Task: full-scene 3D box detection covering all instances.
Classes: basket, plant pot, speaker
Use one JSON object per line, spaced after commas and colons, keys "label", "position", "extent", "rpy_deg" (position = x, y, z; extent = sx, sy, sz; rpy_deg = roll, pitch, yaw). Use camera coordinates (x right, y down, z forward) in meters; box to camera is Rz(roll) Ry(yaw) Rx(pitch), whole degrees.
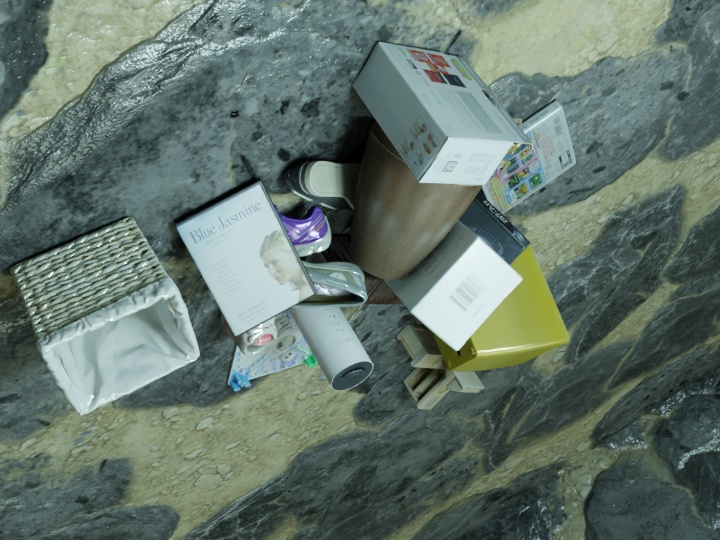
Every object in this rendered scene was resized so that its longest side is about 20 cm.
{"label": "basket", "position": [-0.354, 0.061, 1.462], "extent": [0.199, 0.161, 0.199], "rpy_deg": [-25, 149, -13]}
{"label": "plant pot", "position": [0.063, -0.093, 1.570], "extent": [0.186, 0.187, 0.201], "rpy_deg": [0, 126, -43]}
{"label": "speaker", "position": [-0.056, 0.102, 1.760], "extent": [0.081, 0.200, 0.081], "rpy_deg": [-23, 148, -15]}
{"label": "plant pot", "position": [0.239, 0.088, 1.964], "extent": [0.176, 0.201, 0.200], "rpy_deg": [-17, 170, -25]}

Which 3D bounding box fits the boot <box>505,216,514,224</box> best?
{"label": "boot", "position": [0.202, -0.028, 1.944], "extent": [0.146, 0.070, 0.200], "rpy_deg": [-21, 162, -32]}

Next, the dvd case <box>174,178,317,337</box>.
{"label": "dvd case", "position": [-0.167, -0.017, 1.547], "extent": [0.142, 0.018, 0.201], "rpy_deg": [-28, 111, -6]}

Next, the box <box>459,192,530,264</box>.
{"label": "box", "position": [0.172, -0.031, 1.823], "extent": [0.200, 0.160, 0.043], "rpy_deg": [-48, 171, 26]}

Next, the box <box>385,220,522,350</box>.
{"label": "box", "position": [0.135, 0.007, 1.634], "extent": [0.106, 0.200, 0.152], "rpy_deg": [40, 95, -22]}

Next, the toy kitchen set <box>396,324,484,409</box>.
{"label": "toy kitchen set", "position": [0.147, 0.235, 2.180], "extent": [0.199, 0.164, 0.181], "rpy_deg": [10, 129, -49]}

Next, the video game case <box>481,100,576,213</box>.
{"label": "video game case", "position": [0.289, -0.192, 1.841], "extent": [0.182, 0.024, 0.200], "rpy_deg": [-34, 151, 2]}

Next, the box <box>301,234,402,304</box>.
{"label": "box", "position": [0.000, 0.000, 1.767], "extent": [0.199, 0.100, 0.075], "rpy_deg": [3, 135, -46]}

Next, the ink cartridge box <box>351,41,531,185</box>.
{"label": "ink cartridge box", "position": [0.115, -0.217, 1.461], "extent": [0.175, 0.200, 0.084], "rpy_deg": [-1, 138, -40]}

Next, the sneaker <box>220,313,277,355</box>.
{"label": "sneaker", "position": [-0.160, 0.057, 1.696], "extent": [0.075, 0.105, 0.201], "rpy_deg": [-4, 138, -37]}

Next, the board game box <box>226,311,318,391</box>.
{"label": "board game box", "position": [-0.135, 0.132, 1.903], "extent": [0.199, 0.026, 0.200], "rpy_deg": [-14, 145, -29]}

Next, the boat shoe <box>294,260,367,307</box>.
{"label": "boat shoe", "position": [-0.090, 0.029, 1.624], "extent": [0.201, 0.065, 0.075], "rpy_deg": [0, 128, -10]}

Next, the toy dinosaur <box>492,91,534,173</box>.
{"label": "toy dinosaur", "position": [0.229, -0.208, 1.693], "extent": [0.101, 0.058, 0.201], "rpy_deg": [-21, 143, -28]}

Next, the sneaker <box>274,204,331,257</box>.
{"label": "sneaker", "position": [-0.147, -0.054, 1.599], "extent": [0.199, 0.081, 0.084], "rpy_deg": [-15, 104, -10]}

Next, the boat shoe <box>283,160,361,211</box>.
{"label": "boat shoe", "position": [-0.041, -0.131, 1.603], "extent": [0.062, 0.073, 0.200], "rpy_deg": [1, 175, 33]}
